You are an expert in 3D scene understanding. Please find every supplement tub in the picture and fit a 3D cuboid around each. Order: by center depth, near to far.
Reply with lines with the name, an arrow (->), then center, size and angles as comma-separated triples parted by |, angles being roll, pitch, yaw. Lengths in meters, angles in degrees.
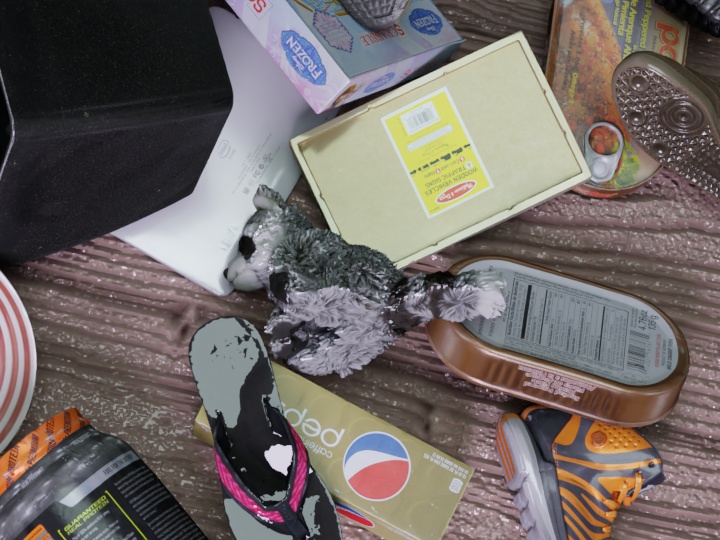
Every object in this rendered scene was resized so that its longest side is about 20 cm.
supplement tub -> -0.172, 0.202, 1.433 | 0.122, 0.123, 0.200 | -38, 84, -15

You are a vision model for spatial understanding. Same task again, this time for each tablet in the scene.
tablet -> -0.109, -0.093, 1.577 | 0.129, 0.014, 0.201 | 30, 73, 1

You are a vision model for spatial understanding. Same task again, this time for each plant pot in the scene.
plant pot -> -0.202, -0.137, 1.476 | 0.176, 0.200, 0.201 | -7, 63, -23

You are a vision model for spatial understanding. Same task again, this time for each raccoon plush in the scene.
raccoon plush -> 0.000, 0.000, 1.507 | 0.198, 0.097, 0.135 | 0, 43, -8

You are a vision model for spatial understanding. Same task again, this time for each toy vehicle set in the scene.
toy vehicle set -> 0.060, -0.084, 1.565 | 0.199, 0.027, 0.125 | -25, 87, -3

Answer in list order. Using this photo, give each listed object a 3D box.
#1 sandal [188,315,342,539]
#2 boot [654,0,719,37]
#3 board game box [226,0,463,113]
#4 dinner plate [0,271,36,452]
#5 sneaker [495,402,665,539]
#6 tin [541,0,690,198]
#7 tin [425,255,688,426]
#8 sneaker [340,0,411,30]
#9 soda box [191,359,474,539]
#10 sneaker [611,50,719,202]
sandal -> -0.071, 0.129, 1.441 | 0.075, 0.045, 0.202 | -21, 86, -5
boot -> 0.328, -0.243, 1.580 | 0.210, 0.080, 0.158 | 26, 74, 29
board game box -> -0.036, -0.221, 1.542 | 0.200, 0.041, 0.200 | 52, 30, 7
dinner plate -> -0.329, 0.062, 1.464 | 0.198, 0.024, 0.202 | -1, 106, -5
sneaker -> 0.179, 0.186, 1.509 | 0.111, 0.078, 0.202 | -14, 78, -10
tin -> 0.198, -0.154, 1.624 | 0.111, 0.042, 0.202 | 11, 74, -1
tin -> 0.148, 0.049, 1.533 | 0.198, 0.042, 0.112 | 16, 38, -2
sneaker -> 0.020, -0.273, 1.516 | 0.076, 0.088, 0.202 | -6, 82, 23
soda box -> -0.022, 0.132, 1.502 | 0.199, 0.064, 0.068 | 28, 75, 1
sneaker -> 0.267, -0.113, 1.588 | 0.200, 0.070, 0.076 | 40, 45, -25
